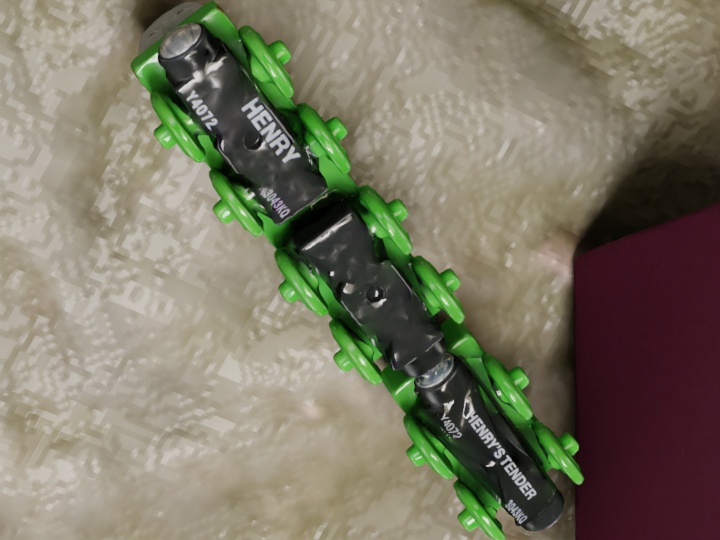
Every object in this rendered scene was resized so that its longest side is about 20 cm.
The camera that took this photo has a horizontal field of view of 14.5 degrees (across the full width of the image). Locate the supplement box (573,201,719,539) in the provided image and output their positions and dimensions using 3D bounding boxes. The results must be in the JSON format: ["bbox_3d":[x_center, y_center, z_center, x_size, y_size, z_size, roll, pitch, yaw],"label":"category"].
[{"bbox_3d":[0.171,0.059,0.833,0.200,0.103,0.131,8,77,-25],"label":"supplement box"}]

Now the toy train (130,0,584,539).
[{"bbox_3d":[0.000,0.000,0.789,0.042,0.056,0.200,-36,122,2],"label":"toy train"}]
